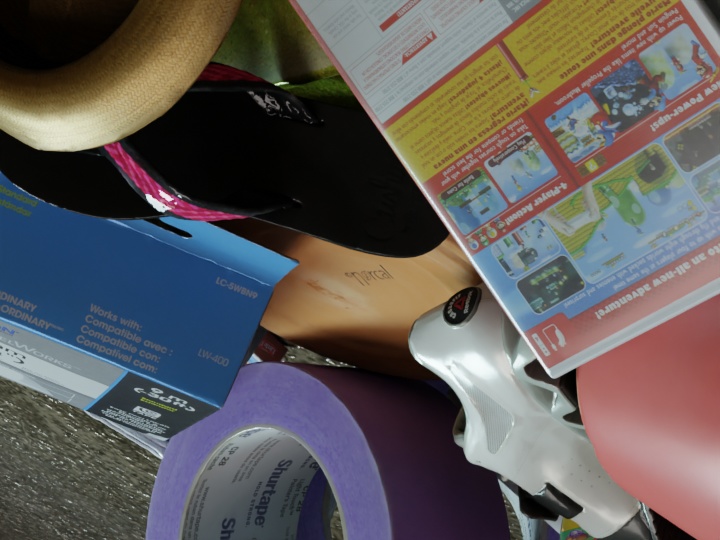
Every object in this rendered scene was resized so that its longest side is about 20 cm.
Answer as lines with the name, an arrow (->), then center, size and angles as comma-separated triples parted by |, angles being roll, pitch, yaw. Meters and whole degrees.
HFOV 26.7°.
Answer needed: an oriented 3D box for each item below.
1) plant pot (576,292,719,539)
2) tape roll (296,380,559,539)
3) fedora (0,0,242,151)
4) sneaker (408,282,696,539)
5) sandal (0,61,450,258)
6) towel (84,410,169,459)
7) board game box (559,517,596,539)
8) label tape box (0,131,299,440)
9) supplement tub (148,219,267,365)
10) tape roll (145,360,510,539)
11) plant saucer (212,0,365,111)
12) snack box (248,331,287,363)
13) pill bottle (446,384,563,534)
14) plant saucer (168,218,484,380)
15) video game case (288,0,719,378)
plant pot -> 0.194, 0.044, 0.592 | 0.177, 0.201, 0.200 | 13, 154, 50
tape roll -> 0.043, 0.160, 0.938 | 0.199, 0.201, 0.085 | 25, 156, 8
fedora -> -0.095, -0.147, 0.578 | 0.199, 0.202, 0.082 | 14, -166, 29
sneaker -> 0.093, 0.075, 0.697 | 0.088, 0.074, 0.200 | -12, 128, 36
sandal -> -0.056, -0.051, 0.614 | 0.198, 0.076, 0.045 | 10, 179, 5
towel -> -0.187, 0.037, 1.028 | 0.147, 0.024, 0.200 | 37, -166, -29
board game box -> 0.202, 0.134, 0.771 | 0.199, 0.039, 0.159 | -21, 124, 4
label tape box -> -0.129, 0.018, 0.732 | 0.143, 0.064, 0.200 | 23, 161, -13
supplement tub -> -0.156, -0.011, 0.900 | 0.199, 0.145, 0.144 | 36, 155, -17
tape roll -> -0.022, 0.149, 0.791 | 0.085, 0.202, 0.199 | 8, 174, -41
plant saucer -> 0.019, -0.061, 0.681 | 0.199, 0.048, 0.200 | -9, 142, 44
snack box -> -0.138, 0.007, 1.065 | 0.072, 0.024, 0.200 | 0, 144, 46
pill bottle -> 0.148, 0.105, 0.838 | 0.113, 0.114, 0.200 | -3, 141, 50
plant saucer -> 0.000, 0.000, 0.721 | 0.199, 0.033, 0.201 | 15, 153, 8
video game case -> 0.064, -0.071, 0.548 | 0.143, 0.017, 0.201 | -33, 93, 42
